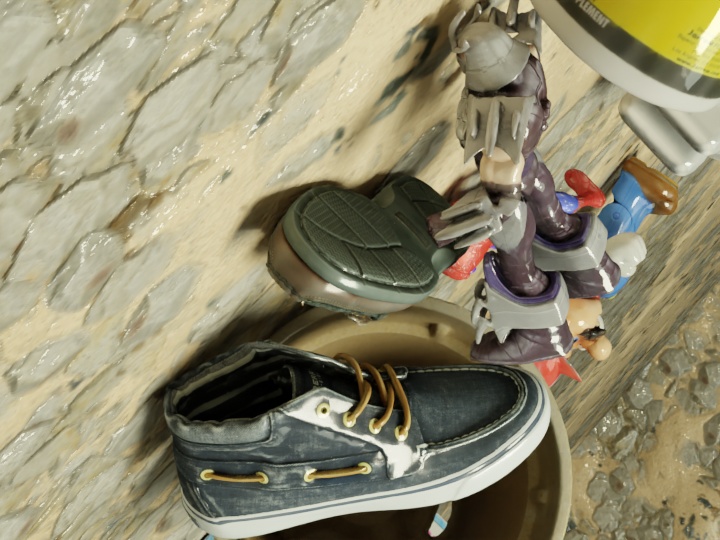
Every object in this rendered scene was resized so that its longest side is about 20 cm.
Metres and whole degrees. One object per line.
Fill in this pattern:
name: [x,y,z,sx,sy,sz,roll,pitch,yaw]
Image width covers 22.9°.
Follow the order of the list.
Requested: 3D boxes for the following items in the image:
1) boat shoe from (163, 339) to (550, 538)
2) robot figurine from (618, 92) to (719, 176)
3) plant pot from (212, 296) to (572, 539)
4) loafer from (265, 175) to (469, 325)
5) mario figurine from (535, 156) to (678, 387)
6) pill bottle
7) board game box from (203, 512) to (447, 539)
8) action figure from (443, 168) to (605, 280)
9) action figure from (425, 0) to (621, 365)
boat shoe: [0.000,0.074,0.898,0.198,0.071,0.091,-16,137,-5]
robot figurine: [0.257,-0.150,1.152,0.200,0.113,0.170,-43,-179,-21]
plant pot: [0.009,0.123,1.040,0.201,0.200,0.184,-46,178,-8]
loafer: [0.000,0.000,0.875,0.063,0.072,0.200,-46,170,20]
mario figurine: [0.201,0.016,1.449,0.123,0.106,0.201,33,92,-42]
pill bottle: [0.171,-0.181,0.797,0.201,0.114,0.114,-56,164,29]
board game box: [0.005,0.210,1.186,0.134,0.200,0.034,-46,166,-6]
action figure: [0.087,-0.030,1.100,0.199,0.052,0.066,-12,137,-60]
action figure: [0.071,-0.044,0.858,0.201,0.069,0.131,70,35,-42]
